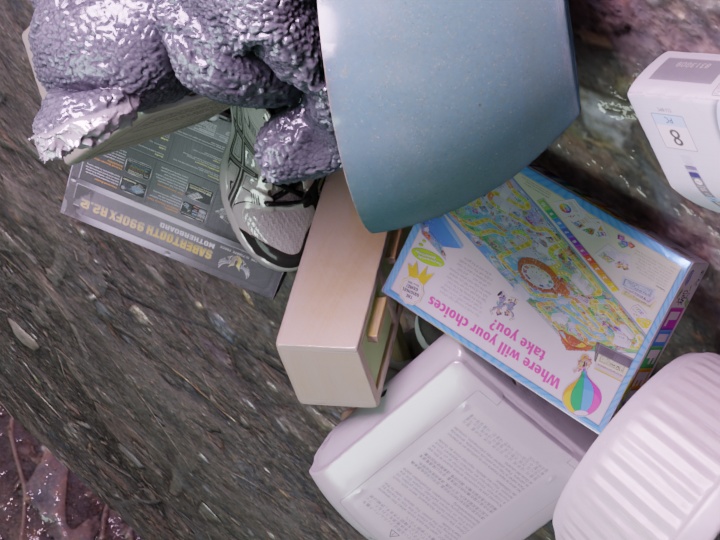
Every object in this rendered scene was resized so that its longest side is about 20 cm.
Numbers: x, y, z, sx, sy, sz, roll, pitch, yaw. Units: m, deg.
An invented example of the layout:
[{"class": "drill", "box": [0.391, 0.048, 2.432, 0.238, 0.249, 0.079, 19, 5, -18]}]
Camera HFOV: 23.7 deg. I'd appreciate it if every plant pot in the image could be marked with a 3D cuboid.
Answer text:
[{"class": "plant pot", "box": [0.059, -0.130, 1.025, 0.134, 0.201, 0.201, -7, 140, 10]}]

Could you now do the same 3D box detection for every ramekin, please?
[{"class": "ramekin", "box": [0.222, 0.150, 1.182, 0.105, 0.200, 0.201, 40, 158, 23]}]

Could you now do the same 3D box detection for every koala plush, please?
[{"class": "koala plush", "box": [-0.113, -0.151, 1.045, 0.184, 0.199, 0.178, 66, -164, -69]}]

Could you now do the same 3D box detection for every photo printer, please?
[{"class": "photo printer", "box": [0.070, 0.148, 1.317, 0.166, 0.070, 0.200, 38, 123, -13]}]

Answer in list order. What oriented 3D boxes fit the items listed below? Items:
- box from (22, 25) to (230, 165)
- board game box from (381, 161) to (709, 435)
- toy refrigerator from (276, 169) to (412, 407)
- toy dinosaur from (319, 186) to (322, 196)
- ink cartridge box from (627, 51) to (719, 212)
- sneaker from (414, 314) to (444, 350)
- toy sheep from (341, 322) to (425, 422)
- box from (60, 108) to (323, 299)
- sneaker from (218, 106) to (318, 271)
[{"class": "box", "box": [-0.146, -0.159, 1.222, 0.200, 0.127, 0.110, -14, 96, 64]}, {"class": "board game box", "box": [0.124, 0.005, 1.195, 0.200, 0.135, 0.034, 34, -165, 27]}, {"class": "toy refrigerator", "box": [0.000, 0.000, 1.300, 0.070, 0.201, 0.076, 2, 141, 18]}, {"class": "toy dinosaur", "box": [-0.078, -0.083, 1.480, 0.135, 0.102, 0.201, 15, 126, 26]}, {"class": "ink cartridge box", "box": [0.258, -0.032, 0.994, 0.160, 0.047, 0.201, 13, 140, 52]}, {"class": "sneaker", "box": [0.132, 0.049, 1.344, 0.199, 0.077, 0.082, 20, 140, 27]}, {"class": "toy sheep", "box": [0.054, 0.107, 1.434, 0.138, 0.199, 0.139, 10, 104, 47]}, {"class": "box", "box": [-0.134, -0.081, 1.412, 0.199, 0.048, 0.159, 22, 129, 0]}, {"class": "sneaker", "box": [-0.066, -0.098, 1.297, 0.088, 0.075, 0.201, 180, 81, -72]}]
